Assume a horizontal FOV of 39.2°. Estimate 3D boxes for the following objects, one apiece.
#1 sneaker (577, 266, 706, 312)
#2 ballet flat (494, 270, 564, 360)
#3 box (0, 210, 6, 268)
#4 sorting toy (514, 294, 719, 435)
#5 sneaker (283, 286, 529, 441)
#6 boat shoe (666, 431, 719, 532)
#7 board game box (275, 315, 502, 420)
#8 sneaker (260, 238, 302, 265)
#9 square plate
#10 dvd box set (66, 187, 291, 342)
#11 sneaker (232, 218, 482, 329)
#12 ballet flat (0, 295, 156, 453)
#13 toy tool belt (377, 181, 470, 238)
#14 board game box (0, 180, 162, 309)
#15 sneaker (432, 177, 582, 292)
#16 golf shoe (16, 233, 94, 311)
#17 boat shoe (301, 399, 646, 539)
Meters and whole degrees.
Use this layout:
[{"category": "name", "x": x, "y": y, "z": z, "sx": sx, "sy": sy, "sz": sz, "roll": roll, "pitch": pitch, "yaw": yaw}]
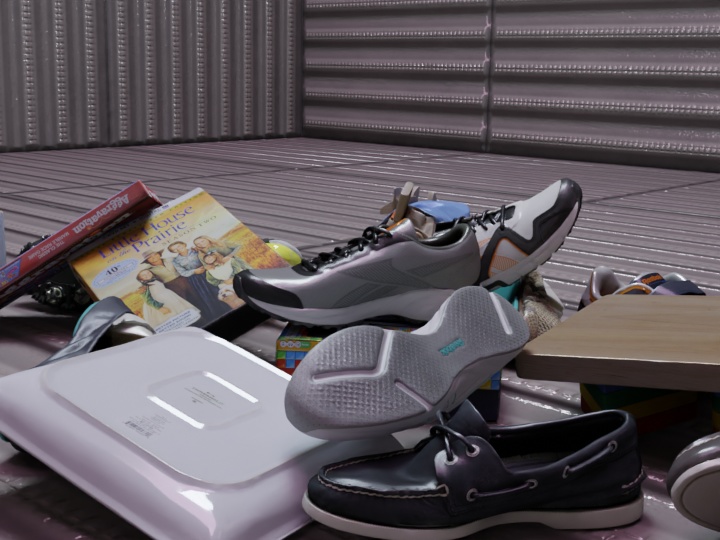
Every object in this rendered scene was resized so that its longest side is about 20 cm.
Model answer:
[{"category": "sneaker", "x": 0.265, "y": 0.047, "z": 0.851, "sx": 0.078, "sy": 0.080, "sz": 0.200, "roll": -8, "pitch": 16, "yaw": -41}, {"category": "ballet flat", "x": 0.158, "y": 0.041, "z": 0.936, "sx": 0.075, "sy": 0.068, "sz": 0.200, "roll": 22, "pitch": 16, "yaw": -4}, {"category": "box", "x": -0.468, "y": -0.007, "z": 0.990, "sx": 0.124, "sy": 0.098, "sz": 0.200, "roll": 9, "pitch": 14, "yaw": 33}, {"category": "sorting toy", "x": 0.238, "y": 0.071, "z": 0.706, "sx": 0.199, "sy": 0.070, "sz": 0.199, "roll": 1, "pitch": 10, "yaw": 32}, {"category": "sneaker", "x": 0.028, "y": 0.073, "z": 0.628, "sx": 0.200, "sy": 0.080, "sz": 0.070, "roll": -15, "pitch": 56, "yaw": -46}, {"category": "boat shoe", "x": 0.244, "y": 0.104, "z": 0.560, "sx": 0.199, "sy": 0.067, "sz": 0.057, "roll": 4, "pitch": 38, "yaw": -21}, {"category": "board game box", "x": 0.027, "y": 0.060, "z": 0.817, "sx": 0.164, "sy": 0.057, "sz": 0.200, "roll": 4, "pitch": 12, "yaw": 5}, {"category": "sneaker", "x": -0.128, "y": 0.024, "z": 0.967, "sx": 0.200, "sy": 0.076, "sz": 0.076, "roll": -22, "pitch": 31, "yaw": -39}, {"category": "square plate", "x": -0.094, "y": 0.088, "z": 0.605, "sx": 0.199, "sy": 0.029, "sz": 0.198, "roll": 25, "pitch": 19, "yaw": 27}, {"category": "dvd box set", "x": -0.156, "y": 0.004, "z": 0.879, "sx": 0.146, "sy": 0.029, "sz": 0.200, "roll": -30, "pitch": 38, "yaw": -18}, {"category": "sneaker", "x": 0.000, "y": 0.000, "z": 0.772, "sx": 0.199, "sy": 0.080, "sz": 0.074, "roll": -3, "pitch": 14, "yaw": -18}, {"category": "ballet flat", "x": -0.180, "y": 0.071, "z": 0.712, "sx": 0.073, "sy": 0.073, "sz": 0.200, "roll": 3, "pitch": 18, "yaw": 8}, {"category": "toy tool belt", "x": 0.084, "y": -0.049, "z": 1.192, "sx": 0.124, "sy": 0.124, "sz": 0.200, "roll": 6, "pitch": 12, "yaw": 22}, {"category": "board game box", "x": -0.281, "y": -0.018, "z": 0.953, "sx": 0.200, "sy": 0.019, "sz": 0.103, "roll": -33, "pitch": 0, "yaw": -4}, {"category": "sneaker", "x": 0.112, "y": -0.023, "z": 0.918, "sx": 0.200, "sy": 0.080, "sz": 0.074, "roll": -39, "pitch": 11, "yaw": 25}, {"category": "golf shoe", "x": -0.255, "y": 0.010, "z": 1.043, "sx": 0.199, "sy": 0.078, "sz": 0.088, "roll": 5, "pitch": -8, "yaw": 10}, {"category": "boat shoe", "x": 0.067, "y": 0.104, "z": 0.555, "sx": 0.198, "sy": 0.066, "sz": 0.075, "roll": 3, "pitch": 13, "yaw": -11}]
